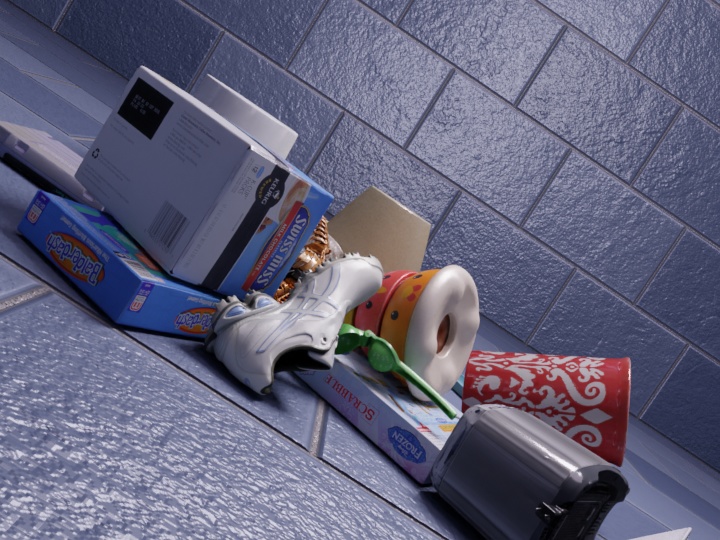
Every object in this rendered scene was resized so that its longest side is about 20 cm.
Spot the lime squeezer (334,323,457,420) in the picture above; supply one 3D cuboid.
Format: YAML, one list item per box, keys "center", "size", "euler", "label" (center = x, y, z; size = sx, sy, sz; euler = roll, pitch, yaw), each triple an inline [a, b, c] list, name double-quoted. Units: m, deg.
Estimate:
- center: [0.003, 0.087, 0.823]
  size: [0.198, 0.038, 0.071]
  euler: [16, 32, -2]
  label: "lime squeezer"

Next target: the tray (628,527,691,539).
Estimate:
- center: [0.280, 0.293, 0.860]
  size: [0.200, 0.106, 0.022]
  euler: [21, 53, -63]
  label: "tray"

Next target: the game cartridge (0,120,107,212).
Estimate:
- center: [-0.329, -0.103, 0.980]
  size: [0.199, 0.039, 0.130]
  euler: [34, 10, 5]
  label: "game cartridge"

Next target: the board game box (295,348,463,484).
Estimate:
- center: [0.043, 0.148, 0.906]
  size: [0.199, 0.041, 0.199]
  euler: [37, 8, 30]
  label: "board game box"

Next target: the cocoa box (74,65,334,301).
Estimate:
- center: [-0.151, -0.080, 0.809]
  size: [0.199, 0.134, 0.131]
  euler: [37, 6, 37]
  label: "cocoa box"

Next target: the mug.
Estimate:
- center: [0.226, 0.179, 1.046]
  size: [0.197, 0.135, 0.178]
  euler: [6, 41, 15]
  label: "mug"

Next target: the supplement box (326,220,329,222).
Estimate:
- center: [-0.109, -0.042, 1.272]
  size: [0.108, 0.110, 0.200]
  euler: [33, 6, 3]
  label: "supplement box"

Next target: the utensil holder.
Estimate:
- center: [-0.206, -0.154, 1.219]
  size: [0.169, 0.201, 0.170]
  euler: [33, 5, -3]
  label: "utensil holder"

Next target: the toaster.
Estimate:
- center: [0.152, 0.198, 0.776]
  size: [0.129, 0.115, 0.199]
  euler: [33, 7, 34]
  label: "toaster"

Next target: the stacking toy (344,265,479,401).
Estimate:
- center: [0.019, 0.050, 0.937]
  size: [0.198, 0.148, 0.146]
  euler: [14, -5, 31]
  label: "stacking toy"

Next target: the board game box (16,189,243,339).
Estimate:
- center: [-0.194, 0.003, 0.785]
  size: [0.152, 0.045, 0.200]
  euler: [36, 7, 27]
  label: "board game box"

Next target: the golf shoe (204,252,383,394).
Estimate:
- center: [-0.043, 0.054, 0.785]
  size: [0.199, 0.079, 0.097]
  euler: [-25, 60, -33]
  label: "golf shoe"

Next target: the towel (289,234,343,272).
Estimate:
- center: [-0.122, -0.029, 1.052]
  size: [0.200, 0.132, 0.035]
  euler: [42, -17, 45]
  label: "towel"

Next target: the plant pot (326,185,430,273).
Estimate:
- center: [0.000, 0.000, 1.093]
  size: [0.186, 0.201, 0.187]
  euler: [32, 7, -4]
  label: "plant pot"

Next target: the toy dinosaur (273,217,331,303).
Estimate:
- center: [-0.088, 0.006, 0.936]
  size: [0.134, 0.103, 0.200]
  euler: [22, 23, 9]
  label: "toy dinosaur"

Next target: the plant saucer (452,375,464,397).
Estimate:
- center: [0.150, 0.174, 1.380]
  size: [0.070, 0.019, 0.200]
  euler: [28, 8, -39]
  label: "plant saucer"
